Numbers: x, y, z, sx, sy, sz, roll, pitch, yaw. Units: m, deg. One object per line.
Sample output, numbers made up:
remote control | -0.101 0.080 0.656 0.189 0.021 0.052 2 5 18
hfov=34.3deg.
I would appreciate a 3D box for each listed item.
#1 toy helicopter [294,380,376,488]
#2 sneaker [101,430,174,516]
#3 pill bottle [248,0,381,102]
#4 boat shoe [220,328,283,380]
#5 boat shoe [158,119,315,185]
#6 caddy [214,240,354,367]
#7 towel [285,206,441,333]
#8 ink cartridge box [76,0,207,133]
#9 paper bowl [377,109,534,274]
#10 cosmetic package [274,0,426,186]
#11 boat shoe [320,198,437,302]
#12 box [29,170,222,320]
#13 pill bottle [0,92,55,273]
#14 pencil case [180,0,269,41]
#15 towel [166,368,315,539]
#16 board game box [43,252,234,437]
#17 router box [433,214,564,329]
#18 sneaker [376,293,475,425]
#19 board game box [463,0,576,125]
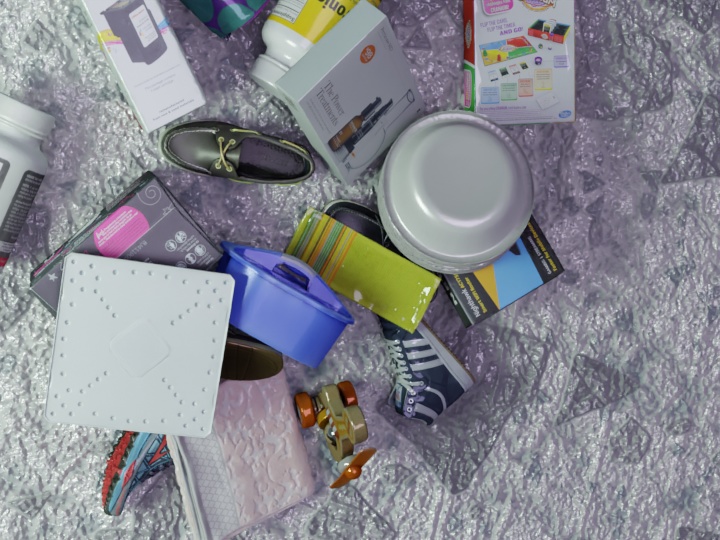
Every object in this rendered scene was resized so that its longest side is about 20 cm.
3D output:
toy helicopter | -0.022 0.210 1.488 0.078 0.200 0.134 -13 84 -14
sneaker | -0.259 0.231 1.488 0.095 0.079 0.202 28 90 -20
pill bottle | -0.055 -0.308 1.454 0.111 0.111 0.202 32 89 -17
boat shoe | -0.193 0.090 1.476 0.197 0.065 0.074 9 133 -6
boat shoe | -0.154 -0.149 1.473 0.198 0.061 0.073 7 96 -17
caddy | -0.101 0.033 1.473 0.198 0.141 0.106 30 93 -18
towel | 0.000 0.000 1.512 0.198 0.018 0.087 29 109 5
ink cartridge box | -0.266 -0.273 1.380 0.082 0.146 0.202 -28 104 -8
paper bowl | 0.123 -0.104 1.478 0.197 0.104 0.204 1 77 -5
cosmetic package | -0.007 -0.216 1.450 0.151 0.052 0.200 -47 150 -7
boat shoe | 0.029 -0.023 1.543 0.200 0.062 0.075 41 87 -16
box | -0.287 -0.007 1.428 0.200 0.115 0.133 -42 107 -4
pill bottle | -0.436 -0.105 1.373 0.110 0.111 0.202 24 91 -17
pencil case | -0.206 -0.376 1.415 0.085 0.093 0.200 -35 112 28
towel | -0.154 0.234 1.509 0.190 0.032 0.203 -24 107 -36
board game box | -0.261 0.089 1.376 0.197 0.026 0.203 8 99 -15
router box | 0.157 -0.046 1.549 0.148 0.051 0.202 -30 83 -9
sneaker | 0.058 0.122 1.567 0.109 0.070 0.200 -46 110 -7
board game box | 0.215 -0.298 1.568 0.151 0.040 0.203 -3 98 -15
